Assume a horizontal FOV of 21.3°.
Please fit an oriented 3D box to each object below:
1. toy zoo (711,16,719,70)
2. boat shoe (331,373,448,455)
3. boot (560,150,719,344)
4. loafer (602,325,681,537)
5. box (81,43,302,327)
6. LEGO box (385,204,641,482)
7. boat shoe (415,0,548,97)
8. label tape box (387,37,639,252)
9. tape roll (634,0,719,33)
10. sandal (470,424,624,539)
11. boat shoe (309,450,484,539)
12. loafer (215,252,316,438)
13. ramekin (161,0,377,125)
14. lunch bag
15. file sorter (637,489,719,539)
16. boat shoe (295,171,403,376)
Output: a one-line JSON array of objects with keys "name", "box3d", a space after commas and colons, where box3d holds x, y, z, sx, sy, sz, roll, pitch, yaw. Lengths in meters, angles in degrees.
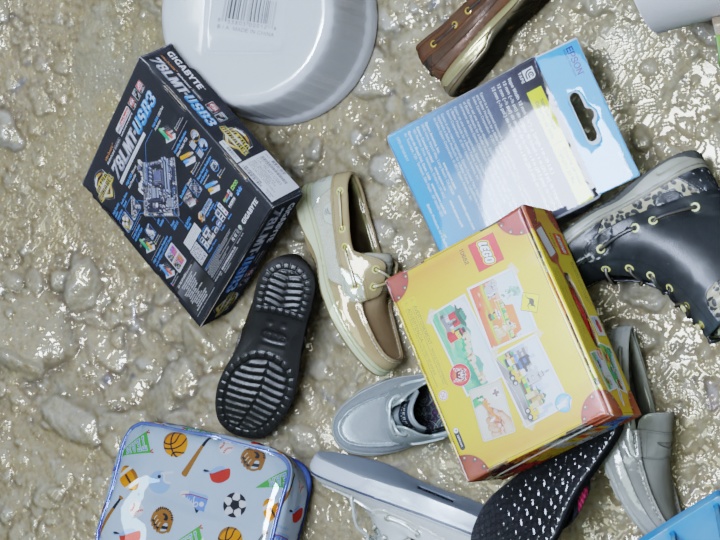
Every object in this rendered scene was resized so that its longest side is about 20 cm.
[{"name": "toy zoo", "box3d": [0.383, -0.135, 1.649, 0.131, 0.020, 0.200, -11, 115, 10]}, {"name": "boat shoe", "box3d": [0.057, 0.127, 1.784, 0.200, 0.071, 0.070, -16, 84, 20]}, {"name": "boot", "box3d": [0.258, 0.009, 1.699, 0.203, 0.073, 0.154, -38, 66, 12]}, {"name": "loafer", "box3d": [0.250, 0.146, 1.713, 0.070, 0.070, 0.200, -26, 80, 27]}, {"name": "box", "box3d": [-0.167, -0.079, 1.835, 0.199, 0.050, 0.200, 49, 137, 15]}, {"name": "LEGO box", "box3d": [0.132, 0.066, 1.677, 0.149, 0.077, 0.200, -28, 75, 23]}, {"name": "boat shoe", "box3d": [0.127, -0.254, 1.763, 0.068, 0.072, 0.200, 44, 106, 14]}, {"name": "label tape box", "box3d": [0.145, -0.104, 1.759, 0.200, 0.066, 0.143, -27, 81, 16]}, {"name": "tape roll", "box3d": [0.294, -0.316, 1.633, 0.139, 0.203, 0.203, -13, 85, 19]}, {"name": "sandal", "box3d": [0.174, 0.195, 1.715, 0.075, 0.045, 0.200, 43, 104, 30]}, {"name": "boat shoe", "box3d": [0.038, 0.239, 1.796, 0.202, 0.075, 0.086, 20, 99, 10]}, {"name": "loafer", "box3d": [-0.082, 0.071, 1.845, 0.073, 0.071, 0.200, 22, 112, 1]}, {"name": "ramekin", "box3d": [-0.093, -0.242, 1.832, 0.200, 0.098, 0.201, 0, 90, 21]}, {"name": "lunch bag", "box3d": [-0.156, 0.236, 1.850, 0.200, 0.076, 0.161, 10, 81, 21]}, {"name": "file sorter", "box3d": [0.271, 0.318, 1.651, 0.200, 0.123, 0.139, -36, 105, 16]}, {"name": "boat shoe", "box3d": [0.000, 0.000, 1.807, 0.066, 0.074, 0.200, -26, 80, 24]}]
